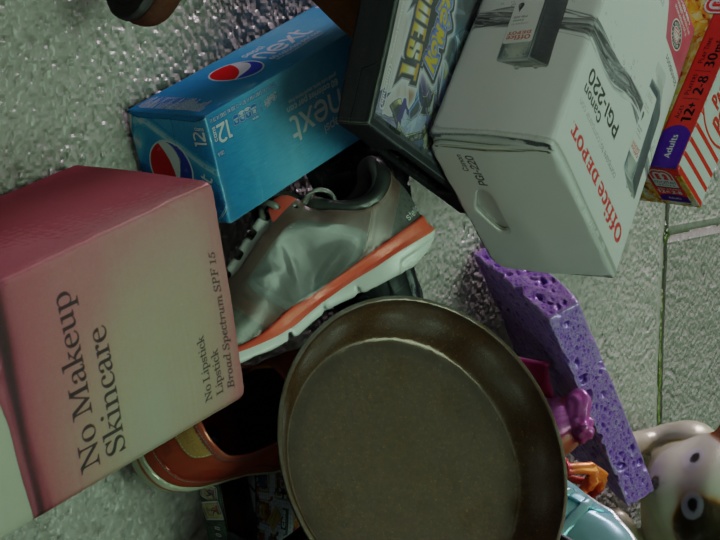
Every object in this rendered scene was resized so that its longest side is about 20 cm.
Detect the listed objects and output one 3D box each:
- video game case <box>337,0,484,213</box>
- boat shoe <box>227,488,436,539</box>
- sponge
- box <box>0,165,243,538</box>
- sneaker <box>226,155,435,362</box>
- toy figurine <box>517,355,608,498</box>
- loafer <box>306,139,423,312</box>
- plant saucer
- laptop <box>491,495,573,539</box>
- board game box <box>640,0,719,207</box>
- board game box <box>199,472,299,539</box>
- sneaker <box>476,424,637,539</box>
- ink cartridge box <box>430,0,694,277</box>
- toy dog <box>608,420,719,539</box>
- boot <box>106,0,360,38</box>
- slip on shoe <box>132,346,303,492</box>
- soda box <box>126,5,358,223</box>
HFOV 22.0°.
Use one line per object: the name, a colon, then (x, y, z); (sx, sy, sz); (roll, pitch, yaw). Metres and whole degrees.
video game case: (0.053, -0.153, 1.099); (0.181, 0.025, 0.200); (31, 68, -61)
boat shoe: (-0.052, 0.178, 1.116); (0.199, 0.075, 0.066); (-32, 92, -4)
sponge: (0.150, 0.076, 1.356); (0.030, 0.112, 0.200); (-33, 126, -10)
box: (-0.169, 0.038, 0.938); (0.200, 0.109, 0.128); (-30, 120, -46)
sneaker: (-0.055, -0.004, 1.096); (0.200, 0.077, 0.082); (-30, 101, -21)
toy figurine: (0.110, 0.144, 1.276); (0.150, 0.200, 0.184); (27, 63, -46)
loafer: (0.000, 0.000, 1.195); (0.070, 0.068, 0.201); (-15, 125, -9)
plant saucer: (0.033, 0.114, 1.102); (0.200, 0.034, 0.200); (13, 63, -26)
laptop: (0.049, 0.245, 1.142); (0.103, 0.177, 0.200); (-33, 149, -63)
board game box: (0.161, -0.124, 1.260); (0.046, 0.200, 0.152); (48, 59, -44)
board game box: (-0.049, 0.198, 1.193); (0.105, 0.023, 0.200); (-30, 119, -47)
sneaker: (0.089, 0.139, 1.180); (0.074, 0.200, 0.082); (-52, 150, -20)
ink cartridge box: (0.128, -0.116, 1.134); (0.146, 0.085, 0.200); (56, 50, -50)
toy dog: (0.276, 0.190, 1.443); (0.200, 0.194, 0.140); (58, 52, -71)
boot: (-0.043, -0.168, 1.062); (0.200, 0.068, 0.188); (40, 47, -32)
slip on shoe: (-0.051, 0.084, 1.122); (0.200, 0.061, 0.074); (-14, 75, -49)
soda box: (-0.045, -0.100, 1.108); (0.200, 0.064, 0.068); (-36, 123, -43)
